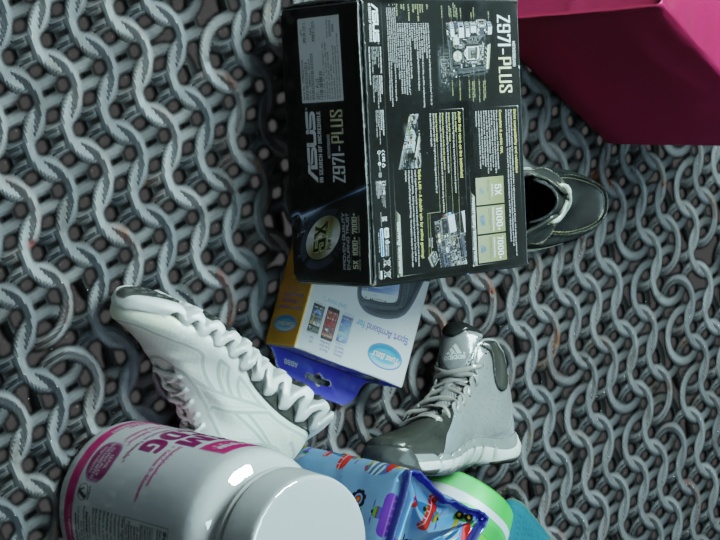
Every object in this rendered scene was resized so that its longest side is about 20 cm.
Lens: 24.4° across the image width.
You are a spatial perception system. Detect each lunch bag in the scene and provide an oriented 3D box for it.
[{"bbox_3d":[-0.022,0.238,1.190,0.094,0.150,0.200,36,70,-38],"label":"lunch bag"}]

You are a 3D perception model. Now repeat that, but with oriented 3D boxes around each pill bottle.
[{"bbox_3d":[-0.097,0.165,1.080,0.113,0.200,0.114,-4,96,-43],"label":"pill bottle"}]

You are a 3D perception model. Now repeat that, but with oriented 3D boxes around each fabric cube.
[{"bbox_3d":[0.255,-0.237,1.377,0.199,0.196,0.200,36,70,-36],"label":"fabric cube"}]

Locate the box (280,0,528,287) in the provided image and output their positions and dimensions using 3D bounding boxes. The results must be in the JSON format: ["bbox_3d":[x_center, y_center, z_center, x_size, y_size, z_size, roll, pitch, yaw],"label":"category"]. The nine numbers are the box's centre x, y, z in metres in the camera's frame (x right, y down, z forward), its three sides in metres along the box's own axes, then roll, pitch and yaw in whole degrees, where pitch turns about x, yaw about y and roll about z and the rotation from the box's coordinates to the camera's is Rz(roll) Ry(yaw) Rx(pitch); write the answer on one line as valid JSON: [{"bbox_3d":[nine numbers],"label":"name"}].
[{"bbox_3d":[0.034,-0.095,1.207,0.163,0.086,0.201,-8,98,-42],"label":"box"}]

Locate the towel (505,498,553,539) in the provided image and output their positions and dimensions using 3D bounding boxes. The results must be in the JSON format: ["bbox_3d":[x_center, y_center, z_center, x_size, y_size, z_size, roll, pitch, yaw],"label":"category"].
[{"bbox_3d":[0.151,0.287,1.347,0.147,0.022,0.200,50,24,-14],"label":"towel"}]

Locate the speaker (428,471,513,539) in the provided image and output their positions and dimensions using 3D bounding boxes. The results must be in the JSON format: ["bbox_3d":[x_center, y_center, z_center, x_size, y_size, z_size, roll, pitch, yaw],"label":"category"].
[{"bbox_3d":[0.042,0.256,1.295,0.088,0.088,0.200,49,62,-34],"label":"speaker"}]

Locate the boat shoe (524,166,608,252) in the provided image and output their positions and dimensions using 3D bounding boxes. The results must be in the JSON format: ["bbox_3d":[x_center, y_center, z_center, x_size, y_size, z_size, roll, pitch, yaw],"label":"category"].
[{"bbox_3d":[0.145,-0.050,1.378,0.200,0.068,0.072,-1,92,-44],"label":"boat shoe"}]

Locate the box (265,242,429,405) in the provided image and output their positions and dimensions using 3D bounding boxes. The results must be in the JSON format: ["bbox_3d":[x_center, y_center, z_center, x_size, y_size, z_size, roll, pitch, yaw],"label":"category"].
[{"bbox_3d":[0.000,0.000,1.266,0.119,0.041,0.201,23,76,-41],"label":"box"}]

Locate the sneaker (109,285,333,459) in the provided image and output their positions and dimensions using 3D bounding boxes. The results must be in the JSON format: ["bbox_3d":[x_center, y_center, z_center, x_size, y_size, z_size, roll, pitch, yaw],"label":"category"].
[{"bbox_3d":[-0.104,0.081,1.160,0.200,0.075,0.081,41,78,-34],"label":"sneaker"}]

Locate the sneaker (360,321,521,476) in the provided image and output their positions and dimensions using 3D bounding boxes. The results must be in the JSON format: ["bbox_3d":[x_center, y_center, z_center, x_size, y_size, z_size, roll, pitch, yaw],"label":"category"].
[{"bbox_3d":[0.060,0.098,1.304,0.200,0.075,0.116,2,88,-60],"label":"sneaker"}]
